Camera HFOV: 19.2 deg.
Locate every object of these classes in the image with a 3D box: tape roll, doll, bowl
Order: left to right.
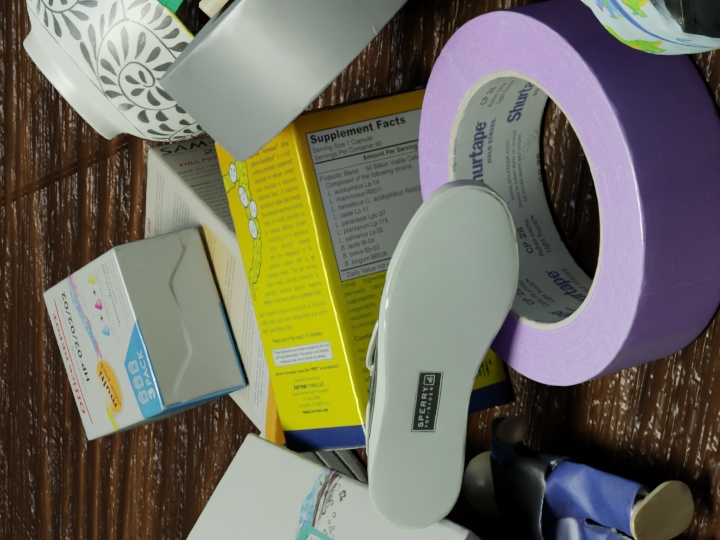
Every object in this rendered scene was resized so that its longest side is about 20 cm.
[{"bbox_3d":[-0.164,-0.152,1.429,0.201,0.094,0.201,49,-178,-3],"label":"bowl"},{"bbox_3d":[-0.024,-0.155,1.185,0.066,0.201,0.200,43,150,-8],"label":"tape roll"},{"bbox_3d":[0.119,0.142,1.218,0.199,0.048,0.137,13,130,59],"label":"doll"},{"bbox_3d":[0.112,-0.044,1.139,0.200,0.065,0.202,30,126,51],"label":"tape roll"}]

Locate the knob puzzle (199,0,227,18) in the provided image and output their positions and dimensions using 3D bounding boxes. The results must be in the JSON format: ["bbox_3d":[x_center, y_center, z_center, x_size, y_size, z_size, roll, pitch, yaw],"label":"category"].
[{"bbox_3d":[-0.035,-0.218,1.197,0.030,0.220,0.219,42,150,-9],"label":"knob puzzle"}]

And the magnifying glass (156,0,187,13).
[{"bbox_3d":[-0.063,-0.237,1.275,0.022,0.080,0.200,37,114,-6],"label":"magnifying glass"}]

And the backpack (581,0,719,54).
[{"bbox_3d":[0.144,-0.197,0.947,0.202,0.162,0.154,67,158,2],"label":"backpack"}]

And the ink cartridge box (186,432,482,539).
[{"bbox_3d":[0.000,0.215,1.275,0.199,0.147,0.147,19,75,46],"label":"ink cartridge box"}]

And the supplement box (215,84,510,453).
[{"bbox_3d":[0.000,0.000,1.304,0.109,0.108,0.202,-12,92,60],"label":"supplement box"}]

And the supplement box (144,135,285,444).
[{"bbox_3d":[-0.074,0.009,1.469,0.200,0.073,0.127,45,139,42],"label":"supplement box"}]

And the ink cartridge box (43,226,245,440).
[{"bbox_3d":[-0.162,0.051,1.499,0.200,0.067,0.116,-26,81,62],"label":"ink cartridge box"}]

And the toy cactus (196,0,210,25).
[{"bbox_3d":[-0.070,-0.232,1.360,0.165,0.102,0.201,39,125,32],"label":"toy cactus"}]

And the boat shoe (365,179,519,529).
[{"bbox_3d":[0.035,0.040,1.167,0.064,0.070,0.202,-113,34,-66],"label":"boat shoe"}]

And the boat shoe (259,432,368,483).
[{"bbox_3d":[-0.017,0.191,1.449,0.201,0.072,0.071,56,141,27],"label":"boat shoe"}]
